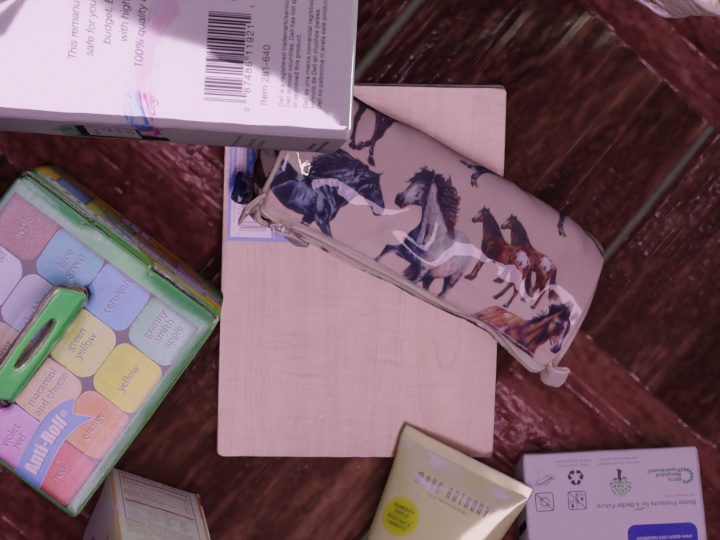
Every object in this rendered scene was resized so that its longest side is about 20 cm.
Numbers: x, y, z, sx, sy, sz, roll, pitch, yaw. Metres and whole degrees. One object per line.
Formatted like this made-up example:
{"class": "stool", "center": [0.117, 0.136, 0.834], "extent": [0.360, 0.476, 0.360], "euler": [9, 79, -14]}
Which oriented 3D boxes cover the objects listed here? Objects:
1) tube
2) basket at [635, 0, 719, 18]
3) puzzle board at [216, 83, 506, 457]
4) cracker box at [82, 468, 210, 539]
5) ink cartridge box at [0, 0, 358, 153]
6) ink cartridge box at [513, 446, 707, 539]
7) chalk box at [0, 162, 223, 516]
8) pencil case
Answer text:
{"class": "tube", "center": [0.015, 0.188, 1.587], "extent": [0.058, 0.052, 0.201], "euler": [21, 98, -34]}
{"class": "basket", "center": [0.172, -0.240, 1.507], "extent": [0.135, 0.123, 0.200], "euler": [32, 93, -12]}
{"class": "puzzle board", "center": [0.000, 0.000, 1.578], "extent": [0.150, 0.017, 0.201], "euler": [1, 98, -6]}
{"class": "cracker box", "center": [-0.121, 0.189, 1.498], "extent": [0.057, 0.200, 0.135], "euler": [18, 96, -8]}
{"class": "ink cartridge box", "center": [-0.103, -0.137, 1.432], "extent": [0.199, 0.084, 0.146], "euler": [4, 86, -7]}
{"class": "ink cartridge box", "center": [0.139, 0.196, 1.577], "extent": [0.099, 0.039, 0.201], "euler": [-1, 73, -7]}
{"class": "chalk box", "center": [-0.149, 0.032, 1.464], "extent": [0.124, 0.200, 0.125], "euler": [37, 93, -4]}
{"class": "pencil case", "center": [0.034, -0.019, 1.530], "extent": [0.199, 0.078, 0.090], "euler": [29, 76, -10]}
